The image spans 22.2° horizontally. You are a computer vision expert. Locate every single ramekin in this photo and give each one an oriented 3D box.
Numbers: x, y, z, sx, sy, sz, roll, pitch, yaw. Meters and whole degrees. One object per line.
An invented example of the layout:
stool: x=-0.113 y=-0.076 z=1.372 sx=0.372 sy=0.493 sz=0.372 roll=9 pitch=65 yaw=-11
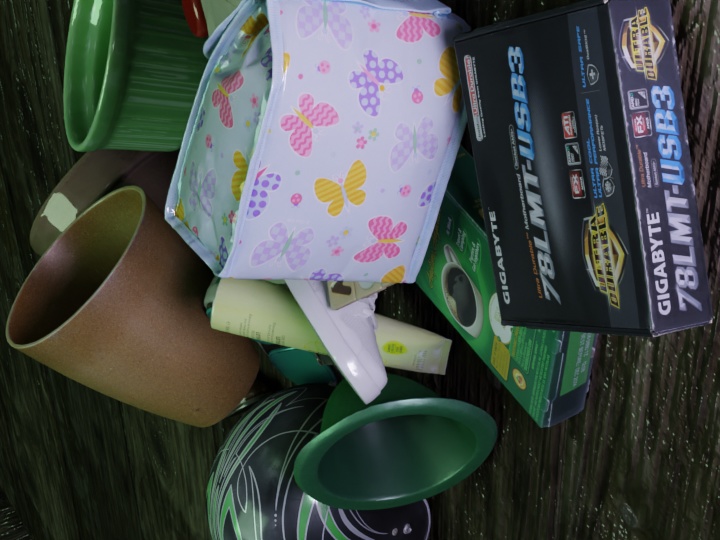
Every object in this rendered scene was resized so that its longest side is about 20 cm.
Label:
ramekin: x=-0.199 y=-0.201 z=1.662 sx=0.200 sy=0.098 sz=0.200 roll=-174 pitch=90 yaw=-70

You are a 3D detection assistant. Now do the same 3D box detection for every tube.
tube: x=-0.023 y=0.048 z=1.523 sx=0.058 sy=0.200 sz=0.052 roll=-66 pitch=-10 yaw=-73

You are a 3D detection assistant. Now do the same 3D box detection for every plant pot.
plant pot: x=-0.197 y=0.054 z=1.726 sx=0.200 sy=0.186 sz=0.186 roll=42 pitch=169 yaw=-26
plant pot: x=-0.204 y=-0.038 z=1.855 sx=0.175 sy=0.200 sz=0.200 roll=42 pitch=154 yaw=8

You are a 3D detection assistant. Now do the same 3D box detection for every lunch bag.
lunch bag: x=-0.025 y=-0.101 z=1.275 sx=0.127 sy=0.169 sz=0.200 roll=47 pitch=128 yaw=47

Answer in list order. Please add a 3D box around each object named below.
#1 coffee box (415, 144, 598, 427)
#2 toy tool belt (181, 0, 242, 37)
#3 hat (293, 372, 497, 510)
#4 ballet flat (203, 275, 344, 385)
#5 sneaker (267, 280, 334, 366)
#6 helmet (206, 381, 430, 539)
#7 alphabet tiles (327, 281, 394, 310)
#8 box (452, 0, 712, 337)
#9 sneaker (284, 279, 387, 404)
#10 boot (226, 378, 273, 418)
coffee box: x=0.098 y=0.005 z=1.344 sx=0.200 sy=0.044 sz=0.123 roll=49 pitch=151 yaw=35
toy tool belt: x=-0.054 y=-0.203 z=1.404 sx=0.200 sy=0.123 sz=0.125 roll=-145 pitch=40 yaw=-66
hat: x=0.009 y=0.092 z=1.554 sx=0.200 sy=0.166 sz=0.176 roll=-44 pitch=44 yaw=38
ballet flat: x=-0.070 y=0.050 z=1.722 sx=0.200 sy=0.069 sz=0.069 roll=40 pitch=-179 yaw=-44
sneaker: x=-0.010 y=0.027 z=1.607 sx=0.106 sy=0.075 sz=0.200 roll=58 pitch=161 yaw=-13
helmet: x=-0.049 y=0.209 z=1.717 sx=0.191 sy=0.200 sz=0.200 roll=49 pitch=168 yaw=-28
alphabet tiles: x=-0.007 y=-0.078 z=1.396 sx=0.167 sy=0.008 sz=0.200 roll=-26 pitch=68 yaw=50
box: x=0.133 y=-0.062 z=1.138 sx=0.198 sy=0.050 sz=0.200 roll=2 pitch=101 yaw=66
sneaker: x=0.000 y=0.000 z=1.464 sx=0.200 sy=0.116 sz=0.074 roll=61 pitch=177 yaw=25
boot: x=-0.170 y=0.062 z=2.019 sx=0.186 sy=0.064 sz=0.200 roll=-13 pitch=95 yaw=66
